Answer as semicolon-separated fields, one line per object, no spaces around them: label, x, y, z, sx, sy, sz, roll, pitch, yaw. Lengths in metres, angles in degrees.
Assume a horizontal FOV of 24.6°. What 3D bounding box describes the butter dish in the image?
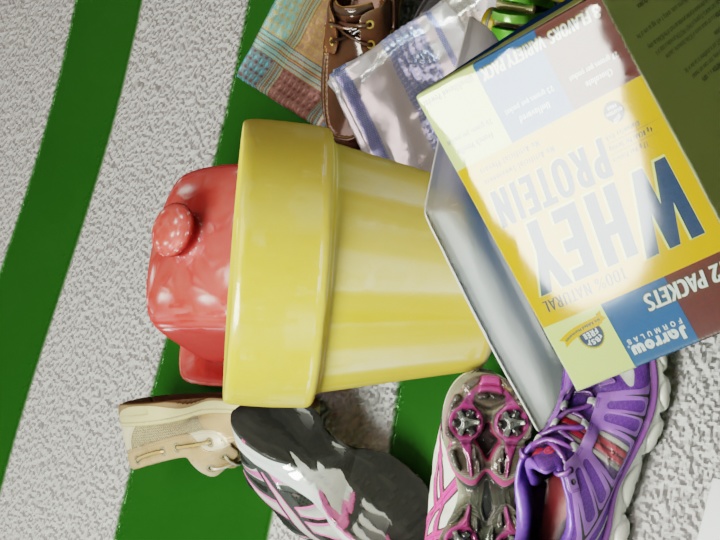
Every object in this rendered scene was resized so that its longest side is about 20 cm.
butter dish;-0.107;-0.014;1.340;0.199;0.147;0.202;-1;74;43

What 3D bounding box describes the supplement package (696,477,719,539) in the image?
supplement package;0.284;0.217;0.906;0.199;0.110;0.158;10;81;44

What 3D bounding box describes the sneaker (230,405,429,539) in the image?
sneaker;-0.016;0.175;1.243;0.200;0.080;0.087;39;144;31

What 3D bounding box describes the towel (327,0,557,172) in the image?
towel;0.076;-0.137;1.265;0.199;0.024;0.148;-31;77;28

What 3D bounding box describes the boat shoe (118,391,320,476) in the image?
boat shoe;-0.113;0.133;1.351;0.198;0.071;0.065;-6;90;37

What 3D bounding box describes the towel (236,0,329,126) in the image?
towel;-0.024;-0.234;1.436;0.146;0.022;0.201;35;99;46

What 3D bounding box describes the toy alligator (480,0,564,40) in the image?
toy alligator;0.112;-0.166;1.200;0.059;0.054;0.202;14;100;27

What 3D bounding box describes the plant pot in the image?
plant pot;0.000;0.000;1.181;0.201;0.186;0.203;-176;90;-84

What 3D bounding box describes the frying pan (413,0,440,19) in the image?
frying pan;0.099;-0.219;1.312;0.191;0.031;0.115;-57;46;15

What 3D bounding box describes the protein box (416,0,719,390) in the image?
protein box;0.170;-0.073;1.010;0.134;0.198;0.201;-26;97;34

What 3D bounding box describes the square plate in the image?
square plate;0.103;-0.034;1.076;0.028;0.199;0.201;-11;40;24

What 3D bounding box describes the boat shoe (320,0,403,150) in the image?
boat shoe;-0.002;-0.201;1.351;0.071;0.067;0.203;10;90;26

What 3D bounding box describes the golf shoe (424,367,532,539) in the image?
golf shoe;0.082;0.171;1.158;0.092;0.072;0.203;-153;70;-87

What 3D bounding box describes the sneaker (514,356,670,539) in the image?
sneaker;0.147;0.113;1.095;0.080;0.083;0.202;2;75;43

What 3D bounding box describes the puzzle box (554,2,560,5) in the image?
puzzle box;0.199;-0.258;1.165;0.200;0.025;0.134;175;113;-73
